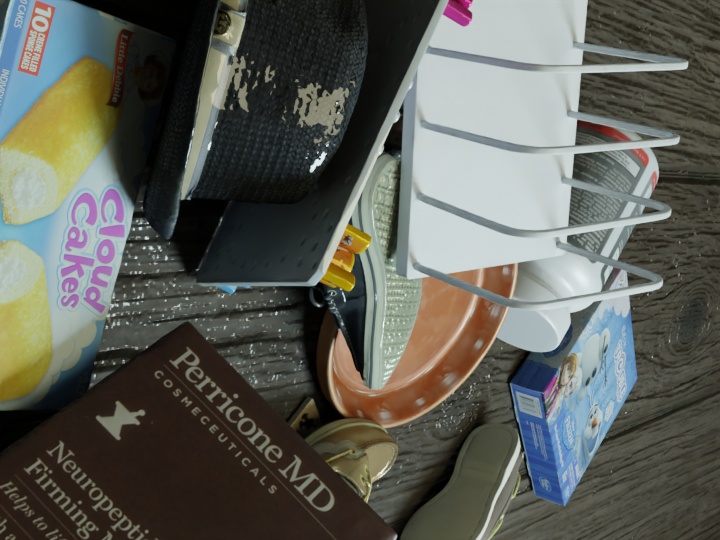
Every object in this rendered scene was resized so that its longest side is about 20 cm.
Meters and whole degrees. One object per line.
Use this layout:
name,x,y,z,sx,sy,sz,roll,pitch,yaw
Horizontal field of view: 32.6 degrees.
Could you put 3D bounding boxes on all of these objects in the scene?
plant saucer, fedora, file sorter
plant saucer,0.044,0.032,0.971,0.200,0.032,0.201,-26,133,-32
fedora,-0.050,-0.107,0.652,0.201,0.091,0.201,-165,-90,-78
file sorter,0.116,-0.086,0.761,0.139,0.124,0.200,-8,110,-32

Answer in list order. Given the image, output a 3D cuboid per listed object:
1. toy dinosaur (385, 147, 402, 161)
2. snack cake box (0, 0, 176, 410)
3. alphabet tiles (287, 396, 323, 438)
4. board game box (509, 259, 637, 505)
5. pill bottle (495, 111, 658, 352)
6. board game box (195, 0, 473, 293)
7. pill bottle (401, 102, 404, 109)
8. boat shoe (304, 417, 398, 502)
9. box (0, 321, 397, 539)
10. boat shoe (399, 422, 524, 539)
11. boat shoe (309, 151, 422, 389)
toy dinosaur,0.059,-0.085,0.900,0.088,0.200,0.048,-11,74,-37
snack cake box,-0.172,-0.035,0.605,0.115,0.067,0.200,9,97,-58
alphabet tiles,-0.081,0.197,0.919,0.200,0.008,0.167,-51,142,-32
board game box,0.240,0.121,1.351,0.199,0.043,0.200,-53,143,-31
pill bottle,0.179,-0.035,1.110,0.200,0.116,0.116,-58,146,-22
board game box,-0.016,-0.077,0.723,0.026,0.200,0.200,29,78,-21
pill bottle,0.091,-0.174,0.915,0.200,0.104,0.104,-16,118,-55
boat shoe,-0.030,0.163,0.903,0.200,0.066,0.074,-14,128,-51
box,-0.125,0.169,0.631,0.200,0.166,0.164,-39,169,-43
boat shoe,0.097,0.232,1.158,0.200,0.072,0.060,-53,141,-39
boat shoe,0.000,0.000,0.838,0.075,0.062,0.200,-56,150,-39
